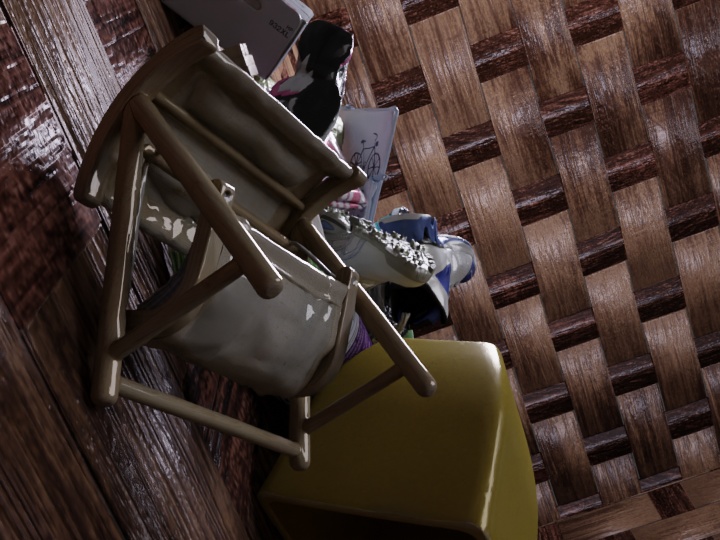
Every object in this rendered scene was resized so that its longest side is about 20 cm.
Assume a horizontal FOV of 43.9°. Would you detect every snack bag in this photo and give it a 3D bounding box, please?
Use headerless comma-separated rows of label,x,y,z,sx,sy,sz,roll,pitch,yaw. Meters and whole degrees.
snack bag,-0.015,-0.118,1.160,0.188,0.021,0.205,22,-81,65

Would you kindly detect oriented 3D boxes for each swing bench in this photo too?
swing bench,-0.070,-0.006,0.576,0.198,0.128,0.203,35,29,-51

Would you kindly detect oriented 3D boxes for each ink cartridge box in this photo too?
ink cartridge box,-0.137,-0.309,1.050,0.144,0.084,0.200,35,14,-11

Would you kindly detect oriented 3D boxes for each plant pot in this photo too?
plant pot,0.059,0.172,0.782,0.202,0.191,0.196,-66,146,-38

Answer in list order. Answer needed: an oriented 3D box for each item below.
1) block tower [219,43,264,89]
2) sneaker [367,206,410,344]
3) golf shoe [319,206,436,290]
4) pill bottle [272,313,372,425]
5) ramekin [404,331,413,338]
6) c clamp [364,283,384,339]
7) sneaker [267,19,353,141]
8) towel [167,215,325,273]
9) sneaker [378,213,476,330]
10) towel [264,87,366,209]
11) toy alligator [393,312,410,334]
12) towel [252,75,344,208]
block tower,-0.099,-0.111,0.860,0.054,0.057,0.204,-84,156,-76
sneaker,0.028,0.013,1.106,0.078,0.078,0.203,48,38,-34
golf shoe,0.000,0.000,0.887,0.077,0.099,0.199,17,5,-34
pill bottle,-0.050,0.068,0.844,0.114,0.110,0.202,-103,172,-49
ramekin,0.007,0.074,1.215,0.200,0.095,0.205,171,-90,-82
c clamp,-0.018,0.008,1.065,0.199,0.027,0.175,-8,-105,64
sneaker,-0.052,-0.172,0.964,0.087,0.079,0.202,98,13,-53
towel,-0.097,-0.044,0.732,0.150,0.023,0.204,-3,67,-38
sneaker,0.073,0.013,1.029,0.199,0.079,0.118,24,65,-64
towel,-0.070,-0.142,1.009,0.198,0.030,0.149,3,59,-58
toy alligator,-0.011,0.127,0.974,0.059,0.053,0.203,4,111,-84
towel,-0.086,-0.161,1.111,0.146,0.037,0.203,22,41,-18
